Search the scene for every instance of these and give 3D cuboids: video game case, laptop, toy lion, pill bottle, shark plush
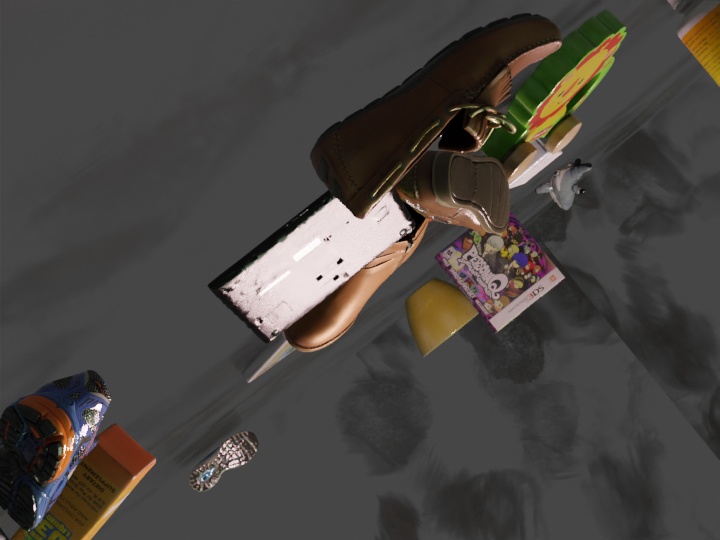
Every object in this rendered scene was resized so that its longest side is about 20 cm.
[{"bbox_3d":[-0.076,0.079,1.758,0.182,0.023,0.200,-35,175,-31],"label":"video game case"},{"bbox_3d":[-0.051,-0.029,1.097,0.177,0.103,0.200,-39,149,-1],"label":"laptop"},{"bbox_3d":[0.280,-0.006,2.433,0.181,0.200,0.036,-37,172,-9],"label":"video game case"},{"bbox_3d":[0.206,-0.189,1.236,0.192,0.069,0.200,-51,168,35],"label":"toy lion"},{"bbox_3d":[0.429,-0.257,1.338,0.109,0.200,0.109,-38,175,-4],"label":"pill bottle"},{"bbox_3d":[0.480,-0.204,2.706,0.091,0.083,0.200,-34,173,-32],"label":"shark plush"}]

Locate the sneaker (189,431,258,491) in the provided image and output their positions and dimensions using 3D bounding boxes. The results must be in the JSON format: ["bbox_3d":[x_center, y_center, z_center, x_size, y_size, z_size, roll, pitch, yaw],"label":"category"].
[{"bbox_3d":[-0.347,0.463,2.994,0.200,0.078,0.090,-34,-168,-14],"label":"sneaker"}]

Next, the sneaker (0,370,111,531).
[{"bbox_3d":[-0.241,0.140,0.933,0.078,0.075,0.200,-38,177,-40],"label":"sneaker"}]

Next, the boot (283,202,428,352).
[{"bbox_3d":[0.000,0.000,1.292,0.200,0.077,0.155,-40,177,-15],"label":"boot"}]

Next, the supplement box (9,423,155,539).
[{"bbox_3d":[-0.314,0.264,1.319,0.200,0.067,0.069,-50,178,17],"label":"supplement box"}]

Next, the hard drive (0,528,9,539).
[{"bbox_3d":[-0.433,0.304,1.223,0.140,0.033,0.200,-37,174,-16],"label":"hard drive"}]

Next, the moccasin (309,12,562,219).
[{"bbox_3d":[0.063,-0.107,0.828,0.201,0.078,0.074,-36,174,-22],"label":"moccasin"}]

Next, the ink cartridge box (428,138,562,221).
[{"bbox_3d":[0.190,-0.120,1.716,0.200,0.057,0.163,-45,173,16],"label":"ink cartridge box"}]

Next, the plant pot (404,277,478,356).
[{"bbox_3d":[0.195,0.103,3.066,0.200,0.142,0.200,-38,174,-5],"label":"plant pot"}]

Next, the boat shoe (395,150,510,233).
[{"bbox_3d":[0.090,-0.080,1.168,0.068,0.072,0.200,0,169,25],"label":"boat shoe"}]
